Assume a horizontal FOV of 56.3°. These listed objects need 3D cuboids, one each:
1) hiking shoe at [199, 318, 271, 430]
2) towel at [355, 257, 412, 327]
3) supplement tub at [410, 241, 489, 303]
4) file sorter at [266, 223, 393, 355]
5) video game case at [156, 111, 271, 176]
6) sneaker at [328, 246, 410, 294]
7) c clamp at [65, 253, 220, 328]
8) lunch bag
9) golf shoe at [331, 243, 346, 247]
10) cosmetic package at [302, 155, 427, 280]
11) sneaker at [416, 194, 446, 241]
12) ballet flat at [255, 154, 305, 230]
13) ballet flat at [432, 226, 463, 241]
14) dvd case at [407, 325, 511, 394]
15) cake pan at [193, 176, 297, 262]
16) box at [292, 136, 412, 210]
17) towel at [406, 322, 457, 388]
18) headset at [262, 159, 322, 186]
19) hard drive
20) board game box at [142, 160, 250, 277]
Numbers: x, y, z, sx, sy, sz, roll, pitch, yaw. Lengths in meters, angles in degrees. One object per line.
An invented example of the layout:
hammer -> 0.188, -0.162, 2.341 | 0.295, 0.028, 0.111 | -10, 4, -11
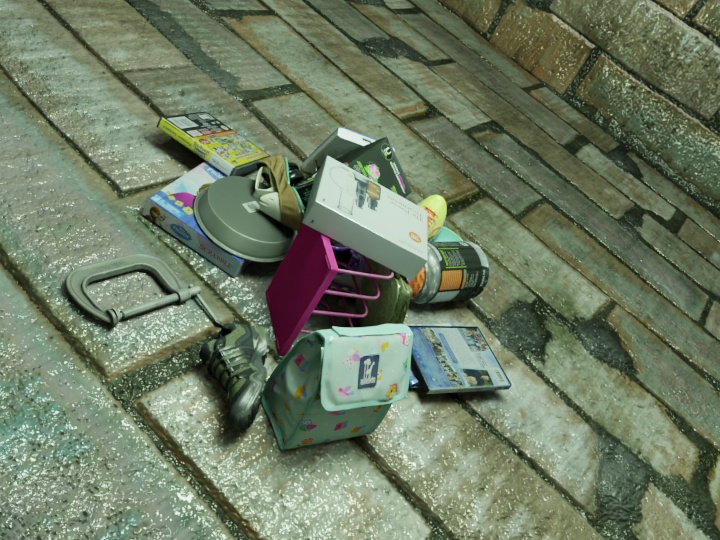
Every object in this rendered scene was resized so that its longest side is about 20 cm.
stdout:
hiking shoe -> -0.188, 0.149, 0.976 | 0.100, 0.076, 0.201 | 13, 30, -11
towel -> 0.033, 0.051, 1.144 | 0.036, 0.201, 0.149 | -4, 46, -19
supplement tub -> 0.154, 0.003, 1.357 | 0.199, 0.123, 0.123 | -2, 47, -39
file sorter -> -0.052, 0.027, 1.103 | 0.124, 0.201, 0.140 | 10, 40, -30
video game case -> -0.291, -0.261, 1.375 | 0.180, 0.026, 0.200 | 34, 21, 2
sneaker -> 0.000, 0.000, 1.236 | 0.198, 0.089, 0.081 | 11, 55, -10
c clamp -> -0.333, 0.036, 1.025 | 0.199, 0.027, 0.171 | -14, 56, -46
lunch bag -> -0.027, 0.155, 0.969 | 0.169, 0.201, 0.122 | 1, 45, -38
golf shoe -> -0.003, -0.072, 1.352 | 0.073, 0.092, 0.200 | 41, 39, 12
cosmetic package -> 0.014, -0.086, 1.079 | 0.199, 0.052, 0.151 | 27, 36, -14
sneaker -> 0.125, -0.093, 1.412 | 0.078, 0.090, 0.200 | 36, 64, 6
ballet flat -> -0.152, -0.140, 1.214 | 0.072, 0.068, 0.201 | -6, 48, -16
ballet flat -> 0.150, -0.074, 1.496 | 0.199, 0.067, 0.067 | 30, 71, 2
dvd case -> 0.170, 0.160, 1.231 | 0.198, 0.018, 0.143 | 4, 43, -33
cake pan -> -0.198, -0.099, 1.210 | 0.199, 0.037, 0.201 | 21, 37, -17
box -> -0.024, -0.151, 1.312 | 0.200, 0.148, 0.125 | -40, 110, -41
towel -> 0.136, 0.154, 1.249 | 0.198, 0.024, 0.148 | 3, 44, -35
headset -> -0.131, -0.164, 1.402 | 0.123, 0.094, 0.200 | 39, 51, 2
hard drive -> -0.030, -0.241, 1.453 | 0.131, 0.200, 0.026 | 15, 71, -23
board game box -> -0.257, -0.102, 1.234 | 0.199, 0.041, 0.200 | 34, 35, 1
